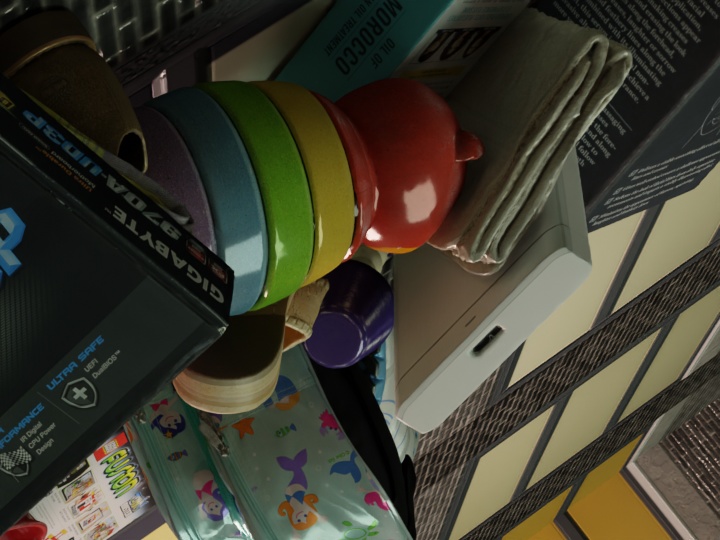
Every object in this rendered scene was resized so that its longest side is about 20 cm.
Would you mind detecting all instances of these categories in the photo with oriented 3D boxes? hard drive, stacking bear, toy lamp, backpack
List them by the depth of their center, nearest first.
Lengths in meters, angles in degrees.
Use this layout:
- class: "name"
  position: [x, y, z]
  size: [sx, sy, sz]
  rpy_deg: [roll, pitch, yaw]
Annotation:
- class: "stacking bear"
  position: [-0.040, -0.035, 0.883]
  size: [0.199, 0.114, 0.121]
  rpy_deg: [-16, -166, -27]
- class: "hard drive"
  position: [0.064, -0.025, 1.001]
  size: [0.132, 0.027, 0.201]
  rpy_deg: [-48, -157, 30]
- class: "toy lamp"
  position: [0.000, 0.000, 1.091]
  size: [0.058, 0.058, 0.200]
  rpy_deg: [-44, -170, 21]
- class: "backpack"
  position: [-0.052, 0.099, 1.119]
  size: [0.150, 0.200, 0.178]
  rpy_deg: [-34, 165, -3]

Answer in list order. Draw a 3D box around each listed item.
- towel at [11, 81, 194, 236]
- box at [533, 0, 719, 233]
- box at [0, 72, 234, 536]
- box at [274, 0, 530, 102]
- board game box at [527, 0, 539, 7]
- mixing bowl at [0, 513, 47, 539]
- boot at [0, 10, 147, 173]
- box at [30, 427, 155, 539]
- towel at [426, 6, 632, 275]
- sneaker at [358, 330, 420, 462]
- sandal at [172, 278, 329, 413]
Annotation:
- class: "towel"
  position: [-0.172, 0.007, 0.767]
  size: [0.200, 0.143, 0.023]
  rpy_deg: [-49, -161, 28]
- class: "box"
  position: [0.176, -0.131, 1.092]
  size: [0.148, 0.107, 0.200]
  rpy_deg: [-20, 156, -47]
- class: "box"
  position: [-0.170, 0.023, 0.732]
  size: [0.200, 0.159, 0.046]
  rpy_deg: [-41, -159, 21]
- class: "box"
  position: [0.030, -0.126, 0.958]
  size: [0.200, 0.049, 0.082]
  rpy_deg: [-48, 161, 29]
- class: "board game box"
  position: [0.094, -0.134, 1.131]
  size: [0.200, 0.019, 0.103]
  rpy_deg: [-38, 163, -2]
- class: "mixing bowl"
  position: [-0.258, 0.126, 0.892]
  size: [0.199, 0.109, 0.200]
  rpy_deg: [-31, 170, -6]
- class: "boot"
  position: [-0.169, -0.012, 0.794]
  size: [0.200, 0.076, 0.074]
  rpy_deg: [-43, 165, 19]
- class: "box"
  position: [-0.193, 0.145, 1.238]
  size: [0.110, 0.035, 0.200]
  rpy_deg: [-35, 163, -13]
- class: "towel"
  position: [0.065, -0.073, 0.978]
  size: [0.133, 0.034, 0.200]
  rpy_deg: [-57, -160, 5]
- class: "sneaker"
  position: [0.004, 0.091, 1.258]
  size: [0.086, 0.075, 0.201]
  rpy_deg: [-21, 135, -36]
- class: "sandal"
  position: [-0.057, 0.021, 0.976]
  size: [0.212, 0.077, 0.070]
  rpy_deg: [-75, 173, -57]
